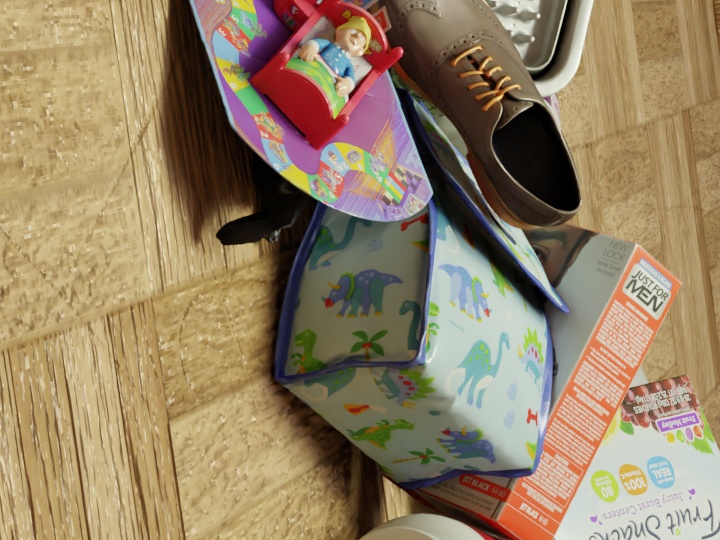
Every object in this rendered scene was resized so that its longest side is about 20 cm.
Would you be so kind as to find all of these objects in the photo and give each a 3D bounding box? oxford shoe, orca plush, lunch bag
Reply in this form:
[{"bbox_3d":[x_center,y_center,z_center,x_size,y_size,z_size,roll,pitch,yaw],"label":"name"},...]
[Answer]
[{"bbox_3d":[0.074,-0.115,1.649,0.200,0.071,0.073,54,-12,-11],"label":"oxford shoe"},{"bbox_3d":[-0.055,-0.068,1.611,0.105,0.071,0.200,-54,-177,31],"label":"orca plush"},{"bbox_3d":[0.045,0.011,1.714,0.170,0.127,0.200,46,42,-49],"label":"lunch bag"}]

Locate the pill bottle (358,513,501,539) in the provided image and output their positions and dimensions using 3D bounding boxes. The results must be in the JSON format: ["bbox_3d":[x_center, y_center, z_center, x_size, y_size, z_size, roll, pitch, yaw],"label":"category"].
[{"bbox_3d":[0.049,0.212,1.728,0.200,0.112,0.113,34,52,-70],"label":"pill bottle"}]

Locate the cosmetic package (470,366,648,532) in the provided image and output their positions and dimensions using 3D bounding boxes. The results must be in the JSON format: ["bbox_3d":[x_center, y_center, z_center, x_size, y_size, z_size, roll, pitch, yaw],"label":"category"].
[{"bbox_3d":[0.158,0.158,2.129,0.200,0.123,0.200,59,29,-59],"label":"cosmetic package"}]

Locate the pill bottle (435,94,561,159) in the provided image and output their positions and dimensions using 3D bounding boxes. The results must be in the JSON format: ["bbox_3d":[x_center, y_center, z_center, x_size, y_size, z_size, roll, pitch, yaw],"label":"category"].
[{"bbox_3d":[0.085,-0.116,1.960,0.200,0.112,0.112,-91,165,-45],"label":"pill bottle"}]

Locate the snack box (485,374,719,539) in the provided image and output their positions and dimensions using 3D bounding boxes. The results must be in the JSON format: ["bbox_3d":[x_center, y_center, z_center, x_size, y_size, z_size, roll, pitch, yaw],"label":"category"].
[{"bbox_3d":[0.180,0.174,1.944,0.200,0.068,0.169,-9,72,-42],"label":"snack box"}]

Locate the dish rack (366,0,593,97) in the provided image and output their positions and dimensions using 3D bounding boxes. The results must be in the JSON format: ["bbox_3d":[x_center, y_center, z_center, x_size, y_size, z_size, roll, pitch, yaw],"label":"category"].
[{"bbox_3d":[0.069,-0.217,1.706,0.044,0.171,0.200,6,-97,67],"label":"dish rack"}]

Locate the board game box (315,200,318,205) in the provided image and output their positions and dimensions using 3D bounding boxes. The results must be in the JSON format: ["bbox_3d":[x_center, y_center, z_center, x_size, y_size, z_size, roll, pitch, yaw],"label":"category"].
[{"bbox_3d":[0.000,0.000,1.800,0.096,0.030,0.200,-5,86,-74],"label":"board game box"}]

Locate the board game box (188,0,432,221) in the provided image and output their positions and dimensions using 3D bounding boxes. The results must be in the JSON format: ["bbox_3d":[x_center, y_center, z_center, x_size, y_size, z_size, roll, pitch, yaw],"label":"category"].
[{"bbox_3d":[-0.020,-0.122,1.562,0.158,0.039,0.200,15,45,-44],"label":"board game box"}]

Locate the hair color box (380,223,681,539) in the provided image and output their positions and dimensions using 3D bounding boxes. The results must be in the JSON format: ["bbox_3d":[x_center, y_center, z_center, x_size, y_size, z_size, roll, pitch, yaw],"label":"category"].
[{"bbox_3d":[0.110,0.070,1.793,0.064,0.111,0.200,38,76,-44],"label":"hair color box"}]

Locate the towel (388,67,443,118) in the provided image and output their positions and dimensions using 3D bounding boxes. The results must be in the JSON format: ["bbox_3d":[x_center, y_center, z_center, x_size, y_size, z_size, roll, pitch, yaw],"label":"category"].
[{"bbox_3d":[0.043,-0.206,1.817,0.166,0.085,0.200,159,-73,-70],"label":"towel"}]
